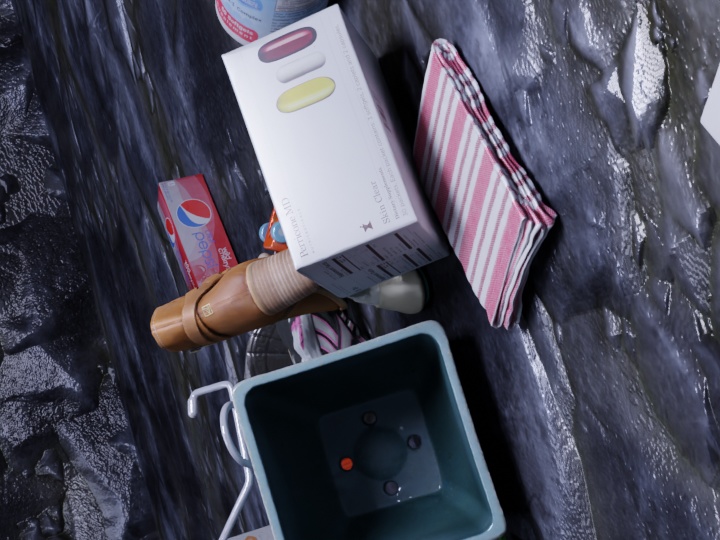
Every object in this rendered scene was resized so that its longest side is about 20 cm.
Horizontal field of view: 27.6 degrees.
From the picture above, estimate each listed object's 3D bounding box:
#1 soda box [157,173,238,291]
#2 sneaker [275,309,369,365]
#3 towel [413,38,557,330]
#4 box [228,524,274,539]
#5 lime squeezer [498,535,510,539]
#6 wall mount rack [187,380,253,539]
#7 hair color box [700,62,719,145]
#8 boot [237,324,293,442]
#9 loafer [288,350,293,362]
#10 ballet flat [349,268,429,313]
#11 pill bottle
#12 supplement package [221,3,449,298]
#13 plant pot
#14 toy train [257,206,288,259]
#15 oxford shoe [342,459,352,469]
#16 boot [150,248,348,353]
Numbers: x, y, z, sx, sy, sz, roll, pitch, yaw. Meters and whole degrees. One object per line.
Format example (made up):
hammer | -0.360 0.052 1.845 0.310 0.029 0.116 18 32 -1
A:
soda box | -0.226 -0.036 2.066 0.064 0.070 0.201 106 145 -55
sneaker | -0.035 0.071 1.563 0.080 0.086 0.201 21 126 62
towel | 0.094 -0.069 1.182 0.147 0.030 0.200 101 151 -53
box | -0.060 0.352 1.680 0.124 0.199 0.098 -145 43 -63
lime squeezer | 0.167 0.288 1.249 0.071 0.038 0.200 48 -173 -50
wall mount rack | -0.101 0.202 1.403 0.200 0.074 0.174 30 -135 -60
hair color box | 0.247 -0.053 0.683 0.111 0.064 0.200 95 152 -48
boot | -0.106 0.120 1.812 0.151 0.073 0.201 -116 36 -86
loafer | -0.061 0.053 1.647 0.068 0.075 0.201 46 148 44
ballet flat | 0.000 0.000 1.443 0.200 0.069 0.070 -142 41 -61
pill bottle | -0.072 -0.300 1.349 0.200 0.108 0.109 109 141 -60
supplement package | -0.018 -0.097 1.259 0.156 0.111 0.201 35 -147 -73
plant pot | 0.012 0.171 1.357 0.200 0.196 0.197 54 -162 -84
toy train | -0.045 -0.074 1.472 0.200 0.055 0.151 169 116 -72
oxford shoe | -0.025 0.211 1.704 0.073 0.071 0.201 73 180 -62
boot | -0.098 0.031 1.337 0.200 0.155 0.077 -22 -91 -81
